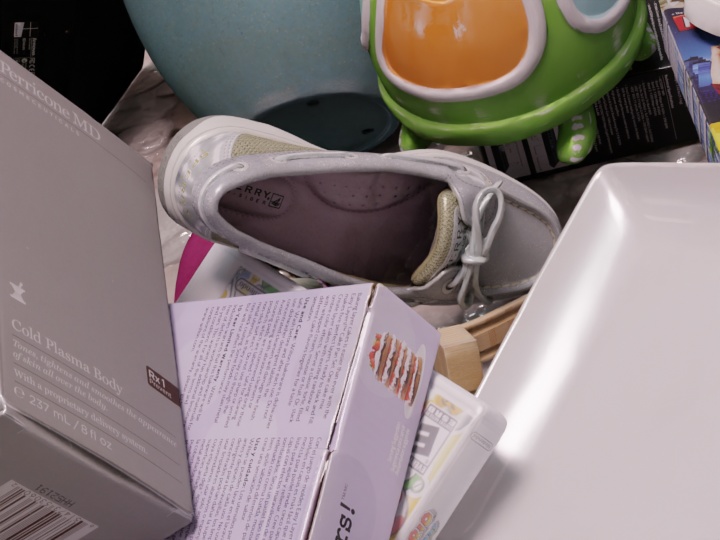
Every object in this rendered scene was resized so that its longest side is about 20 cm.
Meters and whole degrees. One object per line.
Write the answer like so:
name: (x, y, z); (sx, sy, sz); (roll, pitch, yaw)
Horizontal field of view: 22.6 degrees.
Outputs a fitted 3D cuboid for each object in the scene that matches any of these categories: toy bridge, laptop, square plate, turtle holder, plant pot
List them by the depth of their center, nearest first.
square plate: (0.123, 0.046, 0.669); (0.197, 0.028, 0.201); (4, 59, 52)
toy bridge: (0.126, 0.013, 0.827); (0.198, 0.027, 0.067); (-16, 14, -8)
turtle holder: (0.077, -0.152, 0.892); (0.185, 0.132, 0.140); (-42, 41, -24)
plant pot: (-0.034, -0.138, 1.012); (0.198, 0.200, 0.136); (-14, 70, 9)
laptop: (-0.207, -0.153, 1.068); (0.198, 0.188, 0.116); (-4, 46, -18)

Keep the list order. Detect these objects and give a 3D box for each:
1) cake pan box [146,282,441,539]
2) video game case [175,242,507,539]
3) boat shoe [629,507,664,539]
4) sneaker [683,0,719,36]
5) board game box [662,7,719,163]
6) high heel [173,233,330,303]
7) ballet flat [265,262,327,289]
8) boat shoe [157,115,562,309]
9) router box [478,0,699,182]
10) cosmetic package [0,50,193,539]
cake pan box: (-0.072, 0.106, 0.712); (0.183, 0.052, 0.201); (-9, 56, 41)
video game case: (-0.053, 0.096, 0.758); (0.200, 0.023, 0.183); (30, 86, 48)
boat shoe: (0.173, 0.054, 0.713); (0.202, 0.087, 0.074); (-38, 39, -23)
sneaker: (0.246, -0.157, 0.806); (0.198, 0.116, 0.074); (5, 35, 14)
board game box: (0.248, -0.083, 0.853); (0.198, 0.062, 0.200); (-3, 32, 0)
high heel: (0.000, 0.000, 0.911); (0.199, 0.067, 0.097); (6, 62, 33)
ballet flat: (-0.007, 0.050, 0.822); (0.069, 0.072, 0.200); (-28, 36, -16)
boat shoe: (0.010, -0.020, 0.805); (0.201, 0.075, 0.065); (15, 13, -28)
router box: (0.137, -0.140, 1.017); (0.156, 0.052, 0.201); (-13, 37, 11)
cosmetic package: (-0.136, 0.019, 0.719); (0.090, 0.107, 0.201); (-32, 45, 23)
